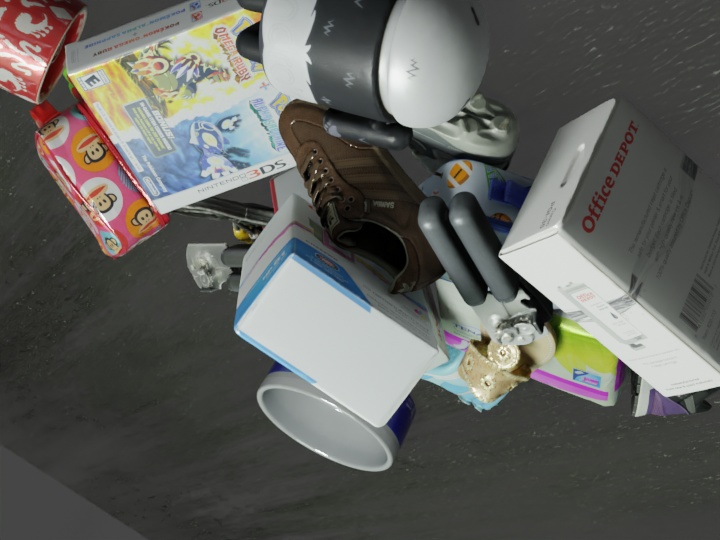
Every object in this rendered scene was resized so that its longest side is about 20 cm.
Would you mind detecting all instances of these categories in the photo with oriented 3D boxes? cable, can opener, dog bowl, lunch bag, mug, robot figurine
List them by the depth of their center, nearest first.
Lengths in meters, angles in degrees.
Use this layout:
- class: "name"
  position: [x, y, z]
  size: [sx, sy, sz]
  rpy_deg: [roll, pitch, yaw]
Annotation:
- class: "robot figurine"
  position: [0.003, -0.183, 1.079]
  size: [0.199, 0.125, 0.150]
  rpy_deg: [17, 163, 23]
- class: "can opener"
  position: [0.103, -0.001, 1.138]
  size: [0.052, 0.067, 0.200]
  rpy_deg: [-9, 144, 24]
- class: "lunch bag"
  position: [0.132, -0.029, 1.225]
  size: [0.199, 0.076, 0.160]
  rpy_deg: [15, 162, -18]
- class: "mug"
  position: [-0.376, -0.251, 1.359]
  size: [0.199, 0.134, 0.178]
  rpy_deg: [27, 170, -5]
- class: "lunch bag"
  position: [-0.277, -0.101, 1.443]
  size: [0.177, 0.082, 0.200]
  rpy_deg: [53, 170, -8]
- class: "cable"
  position: [-0.118, -0.046, 1.458]
  size: [0.097, 0.051, 0.200]
  rpy_deg: [7, 180, 26]
- class: "can opener"
  position: [-0.114, -0.008, 1.498]
  size: [0.199, 0.067, 0.054]
  rpy_deg: [0, 108, 46]
- class: "dog bowl"
  position: [-0.031, 0.176, 1.824]
  size: [0.199, 0.079, 0.200]
  rpy_deg: [24, 154, 12]

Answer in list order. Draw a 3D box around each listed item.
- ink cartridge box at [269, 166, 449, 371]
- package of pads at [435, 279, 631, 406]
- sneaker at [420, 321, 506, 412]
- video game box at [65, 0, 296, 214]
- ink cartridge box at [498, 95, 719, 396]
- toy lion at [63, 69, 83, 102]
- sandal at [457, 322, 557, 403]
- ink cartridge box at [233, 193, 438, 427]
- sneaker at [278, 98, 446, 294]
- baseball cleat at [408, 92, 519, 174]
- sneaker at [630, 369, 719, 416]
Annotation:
- class: "ink cartridge box"
  position: [0.000, 0.000, 1.377]
  size: [0.082, 0.146, 0.200]
  rpy_deg: [-27, 132, 13]
- class: "package of pads"
  position: [0.172, 0.047, 1.386]
  size: [0.199, 0.068, 0.155]
  rpy_deg: [20, 154, 18]
- class: "sneaker"
  position: [0.093, 0.107, 1.576]
  size: [0.130, 0.080, 0.200]
  rpy_deg: [33, 168, -33]
- class: "video game box"
  position: [-0.139, -0.152, 1.258]
  size: [0.181, 0.047, 0.200]
  rpy_deg: [-21, 140, 6]
- class: "ink cartridge box"
  position: [0.227, -0.018, 1.118]
  size: [0.200, 0.147, 0.083]
  rpy_deg: [39, 150, -18]
- class: "toy lion"
  position: [-0.220, -0.173, 1.408]
  size: [0.191, 0.069, 0.200]
  rpy_deg: [32, 155, 12]
- class: "sandal"
  position: [0.131, 0.101, 1.361]
  size: [0.077, 0.070, 0.212]
  rpy_deg: [27, 159, 0]
- class: "ink cartridge box"
  position: [-0.022, 0.026, 1.168]
  size: [0.144, 0.085, 0.200]
  rpy_deg: [34, -169, -12]
- class: "sneaker"
  position: [-0.007, -0.064, 1.148]
  size: [0.200, 0.075, 0.071]
  rpy_deg: [43, 140, 15]
- class: "baseball cleat"
  position: [0.037, -0.130, 1.199]
  size: [0.199, 0.070, 0.107]
  rpy_deg: [26, 154, 8]
- class: "sneaker"
  position: [0.309, 0.075, 1.320]
  size: [0.087, 0.076, 0.200]
  rpy_deg: [4, 151, 6]
